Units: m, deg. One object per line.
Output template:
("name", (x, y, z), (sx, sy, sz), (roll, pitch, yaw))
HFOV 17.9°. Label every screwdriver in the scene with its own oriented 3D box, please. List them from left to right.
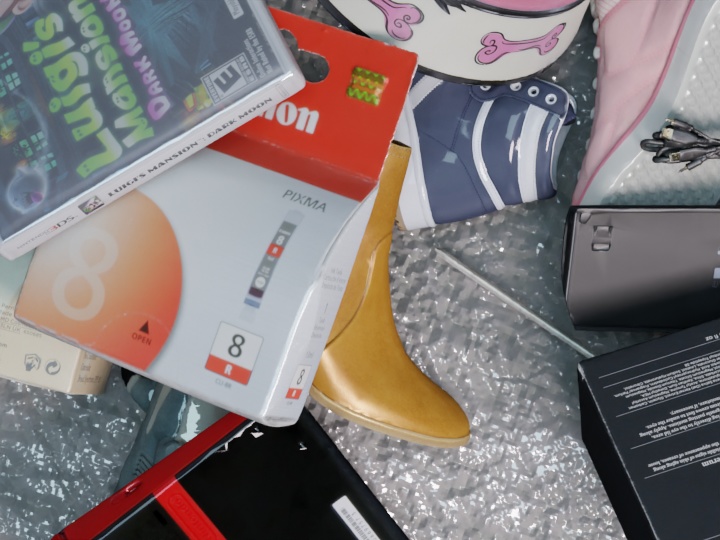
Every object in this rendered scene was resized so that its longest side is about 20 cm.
("screwdriver", (0.122, 0.047, 1.268), (0.200, 0.028, 0.029), (30, 62, 5))

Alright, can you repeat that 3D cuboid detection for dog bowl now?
("dog bowl", (0.052, -0.200, 1.211), (0.200, 0.074, 0.200), (16, 53, -23))

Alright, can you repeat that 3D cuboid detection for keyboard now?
("keyboard", (0.209, -0.024, 1.228), (0.200, 0.021, 0.127), (0, 117, -8))

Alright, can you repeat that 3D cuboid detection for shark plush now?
("shark plush", (-0.110, 0.066, 1.281), (0.083, 0.091, 0.200), (-3, 91, 37))

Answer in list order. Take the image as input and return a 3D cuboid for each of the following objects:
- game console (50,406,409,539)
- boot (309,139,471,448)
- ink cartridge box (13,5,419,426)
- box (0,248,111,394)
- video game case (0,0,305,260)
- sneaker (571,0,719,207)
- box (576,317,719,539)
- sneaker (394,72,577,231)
("game console", (-0.058, 0.180, 1.240), (0.177, 0.031, 0.200), (-37, 115, -1))
("boot", (-0.001, 0.000, 1.239), (0.201, 0.071, 0.144), (26, 99, -13))
("ink cartridge box", (-0.075, -0.040, 1.169), (0.162, 0.050, 0.200), (20, 96, 25))
("box", (-0.164, -0.036, 1.277), (0.078, 0.095, 0.200), (14, 90, 6))
("video game case", (-0.146, -0.130, 1.204), (0.182, 0.023, 0.200), (-30, 63, 7))
("sneaker", (0.159, -0.096, 1.259), (0.075, 0.105, 0.200), (8, 119, -31))
("box", (0.230, 0.092, 1.184), (0.200, 0.079, 0.141), (-17, 50, -5))
("sneaker", (0.061, -0.127, 1.266), (0.108, 0.070, 0.200), (-6, 93, 11))
